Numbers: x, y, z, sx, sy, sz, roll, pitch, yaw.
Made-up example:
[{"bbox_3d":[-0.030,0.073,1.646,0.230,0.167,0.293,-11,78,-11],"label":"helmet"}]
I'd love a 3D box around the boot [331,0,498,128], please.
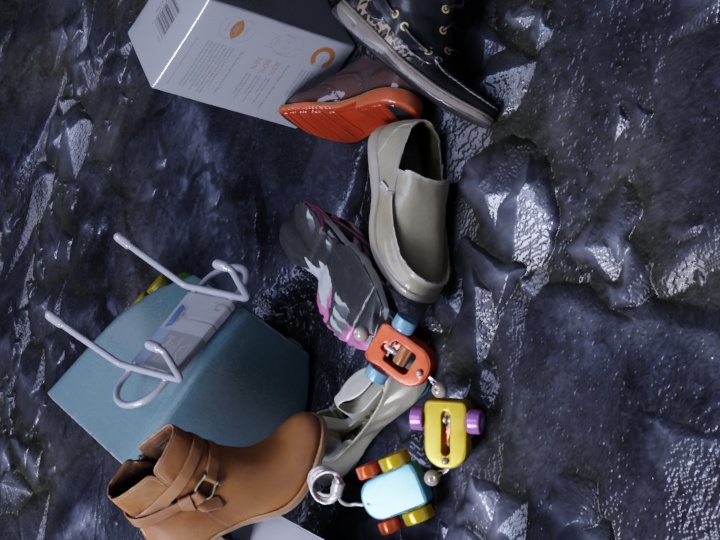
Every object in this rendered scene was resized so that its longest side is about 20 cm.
[{"bbox_3d":[0.086,-0.247,1.422,0.200,0.073,0.151,41,95,21],"label":"boot"}]

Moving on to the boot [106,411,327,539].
[{"bbox_3d":[-0.135,0.183,1.396,0.200,0.155,0.077,-46,35,-4],"label":"boot"}]

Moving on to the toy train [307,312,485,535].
[{"bbox_3d":[0.038,0.146,1.383,0.150,0.056,0.201,29,105,17],"label":"toy train"}]

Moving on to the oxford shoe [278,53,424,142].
[{"bbox_3d":[-0.005,-0.184,1.541,0.199,0.071,0.073,0,64,43],"label":"oxford shoe"}]

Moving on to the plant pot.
[{"bbox_3d":[-0.170,0.126,1.562,0.196,0.196,0.200,30,84,49],"label":"plant pot"}]

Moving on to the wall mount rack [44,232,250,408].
[{"bbox_3d":[-0.212,0.039,1.479,0.173,0.075,0.200,10,51,40],"label":"wall mount rack"}]

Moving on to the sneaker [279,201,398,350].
[{"bbox_3d":[0.000,0.000,1.464,0.080,0.086,0.200,-58,42,29],"label":"sneaker"}]

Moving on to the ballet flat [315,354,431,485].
[{"bbox_3d":[-0.010,0.144,1.461,0.200,0.069,0.070,-49,48,31],"label":"ballet flat"}]

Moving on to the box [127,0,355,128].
[{"bbox_3d":[-0.128,-0.249,1.584,0.125,0.199,0.098,-51,47,28],"label":"box"}]

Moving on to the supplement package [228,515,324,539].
[{"bbox_3d":[-0.063,0.337,1.400,0.200,0.111,0.156,17,66,50],"label":"supplement package"}]

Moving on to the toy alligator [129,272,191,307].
[{"bbox_3d":[-0.247,0.052,1.772,0.200,0.059,0.054,-40,11,38],"label":"toy alligator"}]

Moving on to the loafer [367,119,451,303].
[{"bbox_3d":[0.051,-0.065,1.430,0.068,0.075,0.201,-37,54,45],"label":"loafer"}]
